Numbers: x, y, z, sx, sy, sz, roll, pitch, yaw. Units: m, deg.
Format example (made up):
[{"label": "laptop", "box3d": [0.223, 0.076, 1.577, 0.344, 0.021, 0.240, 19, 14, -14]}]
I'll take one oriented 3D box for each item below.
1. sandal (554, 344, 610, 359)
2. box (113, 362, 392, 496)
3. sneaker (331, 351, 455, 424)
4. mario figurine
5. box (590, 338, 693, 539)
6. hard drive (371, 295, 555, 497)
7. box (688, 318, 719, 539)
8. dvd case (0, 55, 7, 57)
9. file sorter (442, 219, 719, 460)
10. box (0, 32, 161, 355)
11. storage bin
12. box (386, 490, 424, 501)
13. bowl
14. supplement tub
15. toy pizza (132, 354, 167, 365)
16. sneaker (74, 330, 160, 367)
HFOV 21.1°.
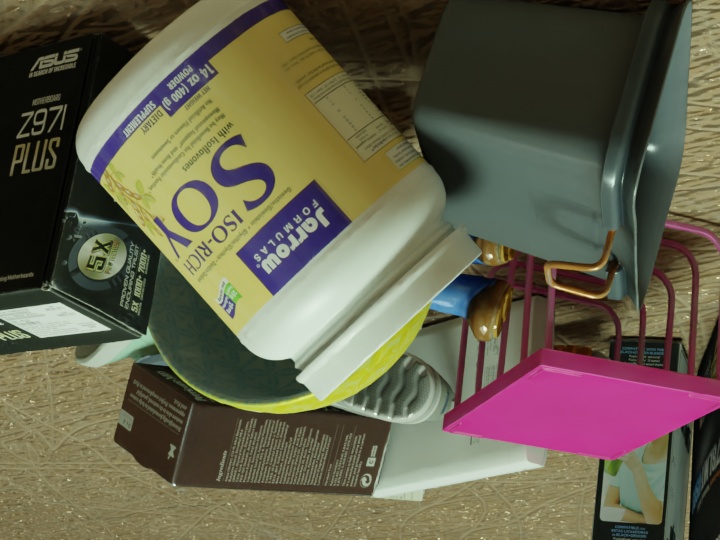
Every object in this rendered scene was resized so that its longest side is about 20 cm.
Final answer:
[{"label": "sandal", "box3d": [0.150, 0.101, 1.560, 0.059, 0.080, 0.206, 35, 167, -35]}, {"label": "box", "box3d": [-0.085, 0.128, 1.548, 0.199, 0.075, 0.100, 6, -167, -38]}, {"label": "sneaker", "box3d": [-0.010, 0.084, 1.541, 0.199, 0.075, 0.082, 24, 177, 36]}, {"label": "mario figurine", "box3d": [0.000, 0.000, 1.313, 0.199, 0.124, 0.106, 6, 159, 16]}, {"label": "box", "box3d": [0.230, 0.168, 1.567, 0.060, 0.201, 0.117, 2, 161, 17]}, {"label": "hard drive", "box3d": [0.076, 0.104, 1.546, 0.027, 0.133, 0.199, 18, 157, -34]}, {"label": "box", "box3d": [0.287, 0.146, 1.489, 0.049, 0.200, 0.200, 5, 160, 4]}, {"label": "dvd case", "box3d": [-0.193, -0.100, 1.267, 0.199, 0.016, 0.149, 5, 158, 10]}, {"label": "file sorter", "box3d": [0.159, 0.045, 1.370, 0.138, 0.126, 0.200, 11, 160, -14]}, {"label": "box", "box3d": [-0.216, -0.039, 1.184, 0.199, 0.165, 0.086, -7, 154, 36]}, {"label": "storage bin", "box3d": [0.106, -0.066, 1.100, 0.133, 0.146, 0.200, 13, 161, 14]}, {"label": "box", "box3d": [-0.038, 0.150, 1.700, 0.199, 0.078, 0.095, 5, 163, 1]}, {"label": "bowl", "box3d": [-0.027, 0.004, 1.224, 0.199, 0.201, 0.108, -3, 159, 27]}, {"label": "supplement tub", "box3d": [-0.044, -0.043, 1.068, 0.200, 0.145, 0.145, 48, 156, 2]}, {"label": "toy pizza", "box3d": [-0.102, 0.089, 1.709, 0.199, 0.032, 0.200, 5, 163, 2]}, {"label": "sneaker", "box3d": [-0.150, 0.047, 1.559, 0.118, 0.074, 0.200, 18, 157, -28]}]
